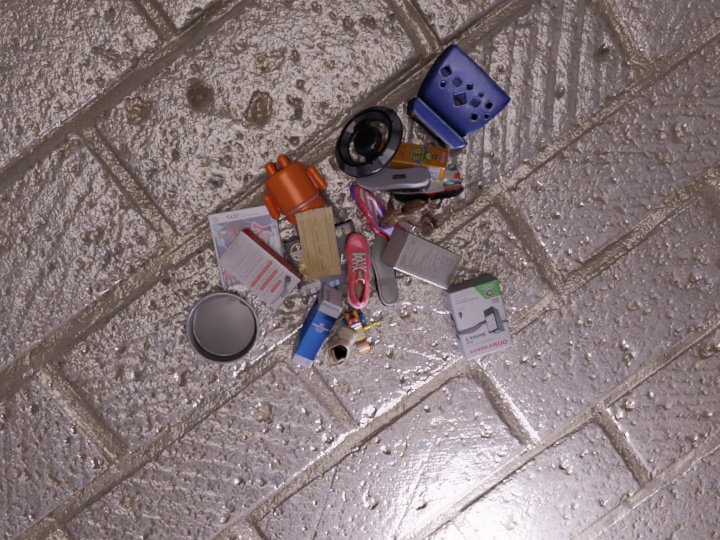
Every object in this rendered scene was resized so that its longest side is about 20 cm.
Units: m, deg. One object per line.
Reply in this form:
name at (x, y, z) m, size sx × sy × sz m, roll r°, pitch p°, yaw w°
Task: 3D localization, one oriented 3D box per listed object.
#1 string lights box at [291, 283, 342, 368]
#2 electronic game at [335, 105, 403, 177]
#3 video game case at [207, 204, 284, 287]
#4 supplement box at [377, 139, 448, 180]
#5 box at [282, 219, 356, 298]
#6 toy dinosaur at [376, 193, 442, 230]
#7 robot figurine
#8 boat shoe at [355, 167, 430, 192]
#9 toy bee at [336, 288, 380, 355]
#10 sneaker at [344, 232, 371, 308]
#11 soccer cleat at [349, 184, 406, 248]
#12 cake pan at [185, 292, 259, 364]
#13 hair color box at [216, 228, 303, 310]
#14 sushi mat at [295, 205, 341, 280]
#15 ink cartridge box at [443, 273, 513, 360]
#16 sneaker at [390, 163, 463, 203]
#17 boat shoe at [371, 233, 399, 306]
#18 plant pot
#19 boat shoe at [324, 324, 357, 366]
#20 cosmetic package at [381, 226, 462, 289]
string lights box at (-0.118, 0.149, 1.491) m, size 0.059 × 0.103 × 0.201 m, roll 25°, pitch 110°, yaw -12°
electronic game at (0.020, -0.331, 1.425) m, size 0.201 × 0.200 × 0.042 m, roll -52°, pitch 143°, yaw 4°
video game case at (-0.304, -0.067, 1.504) m, size 0.180 × 0.023 × 0.202 m, roll -10°, pitch 100°, yaw -3°
supplement box at (0.129, -0.291, 1.456) m, size 0.198 × 0.069 × 0.067 m, roll 9°, pitch 69°, yaw 5°
box at (-0.094, -0.032, 1.516) m, size 0.198 × 0.049 × 0.163 m, roll -18°, pitch 104°, yaw -2°
toy dinosaur at (0.134, -0.157, 1.468) m, size 0.134 × 0.200 × 0.087 m, roll 10°, pitch 103°, yaw 25°
robot figurine at (-0.173, -0.202, 1.448) m, size 0.144 × 0.116 × 0.201 m, roll -39°, pitch 103°, yaw -33°
boat shoe at (0.085, -0.230, 1.450) m, size 0.198 × 0.057 × 0.069 m, roll 3°, pitch 67°, yaw 16°
toy bee at (-0.023, 0.150, 1.522) m, size 0.131 × 0.109 × 0.200 m, roll -41°, pitch 100°, yaw 4°
sneaker at (0.000, 0.000, 1.455) m, size 0.073 × 0.087 × 0.203 m, roll -3°, pitch 91°, yaw -7°
soccer cleat at (0.037, -0.146, 1.491) m, size 0.200 × 0.067 × 0.077 m, roll 44°, pitch 79°, yaw -6°
cake pan at (-0.376, 0.155, 1.525) m, size 0.198 × 0.037 × 0.203 m, roll -1°, pitch 99°, yaw -5°
hair color box at (-0.262, -0.003, 1.464) m, size 0.200 × 0.064 × 0.111 m, roll 41°, pitch 100°, yaw -5°
sushi mat at (-0.107, -0.069, 1.446) m, size 0.095 × 0.012 × 0.202 m, roll -10°, pitch 119°, yaw -5°
ink cartridge box at (0.331, 0.130, 1.562) m, size 0.144 × 0.084 × 0.202 m, roll -17°, pitch 101°, yaw -2°
sneaker at (0.176, -0.242, 1.507) m, size 0.197 × 0.070 × 0.094 m, roll -7°, pitch 75°, yaw 3°
boat shoe at (0.064, -0.001, 1.526) m, size 0.075 × 0.060 × 0.202 m, roll 1°, pitch 79°, yaw -9°
plant pot at (0.231, -0.425, 1.412) m, size 0.200 × 0.200 × 0.180 m, roll 40°, pitch 100°, yaw -10°
boat shoe at (-0.062, 0.217, 1.494) m, size 0.072 × 0.200 × 0.065 m, roll 25°, pitch 54°, yaw -4°
cosmetic package at (0.166, -0.032, 1.490) m, size 0.199 × 0.073 × 0.104 m, roll 22°, pitch 97°, yaw -32°
